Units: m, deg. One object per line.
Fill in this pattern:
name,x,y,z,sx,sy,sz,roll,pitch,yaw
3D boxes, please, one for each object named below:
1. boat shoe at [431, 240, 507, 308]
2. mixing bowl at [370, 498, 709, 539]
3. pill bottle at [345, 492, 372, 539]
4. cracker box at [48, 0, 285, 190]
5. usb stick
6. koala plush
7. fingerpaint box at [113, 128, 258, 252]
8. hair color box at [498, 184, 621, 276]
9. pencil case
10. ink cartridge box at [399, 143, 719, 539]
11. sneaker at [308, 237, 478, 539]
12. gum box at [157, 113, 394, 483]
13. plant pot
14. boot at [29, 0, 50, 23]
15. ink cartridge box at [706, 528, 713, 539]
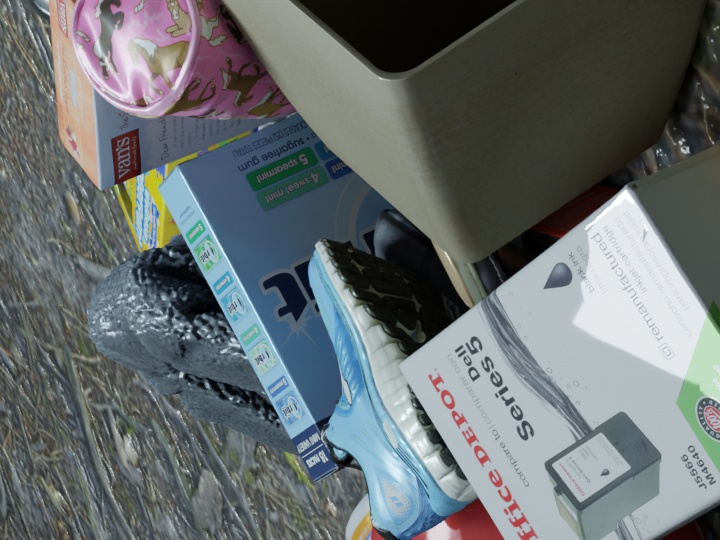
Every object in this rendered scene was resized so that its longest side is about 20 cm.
boat shoe,0.055,-0.068,1.299,0.072,0.065,0.200,67,-173,-48
mixing bowl,0.086,0.128,1.330,0.200,0.200,0.108,24,137,56
pill bottle,0.088,0.217,1.528,0.200,0.112,0.112,52,153,24
cracker box,-0.084,-0.145,1.412,0.058,0.200,0.134,49,152,34
usb stick,0.072,0.023,1.314,0.200,0.033,0.056,37,137,45
koala plush,-0.063,-0.012,1.537,0.184,0.200,0.177,20,157,3
fingerpaint box,-0.134,-0.108,1.665,0.200,0.073,0.167,101,150,-54
hair color box,0.127,0.008,1.307,0.200,0.061,0.102,19,131,59
pencil case,-0.071,-0.128,1.282,0.086,0.200,0.083,34,110,21
ink cartridge box,0.132,0.054,1.151,0.200,0.084,0.146,-41,77,47
sneaker,0.003,0.063,1.284,0.090,0.078,0.200,-50,39,26
gum box,0.000,0.000,1.419,0.200,0.170,0.045,61,152,6
plant pot,0.054,-0.128,1.186,0.200,0.200,0.177,43,160,39
boot,-0.126,-0.204,1.517,0.200,0.070,0.132,10,144,14
ink cartridge box,0.149,0.260,1.395,0.084,0.145,0.200,13,126,47
